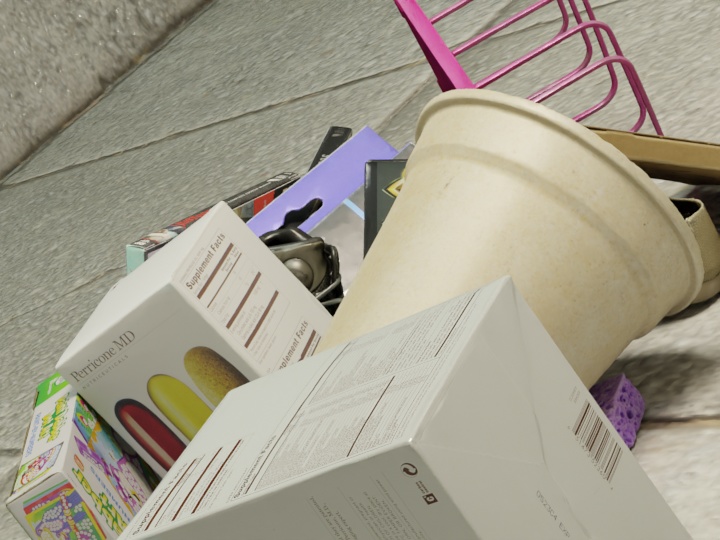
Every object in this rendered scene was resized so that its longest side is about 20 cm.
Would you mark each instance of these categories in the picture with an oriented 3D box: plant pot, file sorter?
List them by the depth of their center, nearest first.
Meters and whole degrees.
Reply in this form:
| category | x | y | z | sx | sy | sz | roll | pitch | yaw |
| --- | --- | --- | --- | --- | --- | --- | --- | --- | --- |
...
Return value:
| category | x | y | z | sx | sy | sz | roll | pitch | yaw |
| --- | --- | --- | --- | --- | --- | --- | --- | --- | --- |
| plant pot | 0.069 | 0.027 | 1.241 | 0.184 | 0.200 | 0.200 | -53 | 22 | -22 |
| file sorter | 0.134 | -0.151 | 1.634 | 0.125 | 0.139 | 0.200 | -31 | 45 | 1 |

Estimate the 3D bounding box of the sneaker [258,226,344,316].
| category | x | y | z | sx | sy | sz | roll | pitch | yaw |
| --- | --- | --- | --- | --- | --- | --- | --- | --- | --- |
| sneaker | -0.032 | 0.053 | 1.429 | 0.076 | 0.114 | 0.199 | -20 | 61 | -2 |

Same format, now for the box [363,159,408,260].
| category | x | y | z | sx | sy | sz | roll | pitch | yaw |
| --- | --- | --- | --- | --- | --- | --- | --- | --- | --- |
| box | 0.081 | -0.011 | 1.448 | 0.159 | 0.046 | 0.200 | 0 | 32 | 1 |

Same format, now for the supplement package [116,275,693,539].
| category | x | y | z | sx | sy | sz | roll | pitch | yaw |
| --- | --- | --- | --- | --- | --- | --- | --- | --- | --- |
| supplement package | 0.026 | 0.142 | 1.062 | 0.200 | 0.191 | 0.147 | -23 | 20 | 36 |

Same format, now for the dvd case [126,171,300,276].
| category | x | y | z | sx | sy | sz | roll | pitch | yaw |
| --- | --- | --- | --- | --- | --- | --- | --- | --- | --- |
| dvd case | -0.110 | 0.018 | 1.638 | 0.022 | 0.146 | 0.200 | 14 | 26 | 30 |

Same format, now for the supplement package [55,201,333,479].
| category | x | y | z | sx | sy | sz | roll | pitch | yaw |
| --- | --- | --- | --- | --- | --- | --- | --- | --- | --- |
| supplement package | -0.072 | 0.078 | 1.322 | 0.114 | 0.200 | 0.110 | -37 | 14 | 29 |

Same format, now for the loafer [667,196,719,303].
| category | x | y | z | sx | sy | sz | roll | pitch | yaw |
| --- | --- | --- | --- | --- | --- | --- | --- | --- | --- |
| loafer | 0.145 | -0.035 | 1.377 | 0.200 | 0.067 | 0.076 | 11 | 34 | 18 |

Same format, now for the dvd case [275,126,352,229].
| category | x | y | z | sx | sy | sz | roll | pitch | yaw |
| --- | --- | --- | --- | --- | --- | --- | --- | --- | --- |
| dvd case | -0.035 | -0.009 | 1.710 | 0.025 | 0.150 | 0.200 | 5 | 28 | 10 |

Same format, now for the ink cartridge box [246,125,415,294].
| category | x | y | z | sx | sy | sz | roll | pitch | yaw |
| --- | --- | --- | --- | --- | --- | --- | --- | --- | --- |
| ink cartridge box | 0.000 | 0.000 | 1.546 | 0.198 | 0.200 | 0.043 | -41 | -24 | -17 |

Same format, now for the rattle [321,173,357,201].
| category | x | y | z | sx | sy | sz | roll | pitch | yaw |
| --- | --- | --- | --- | --- | --- | --- | --- | --- | --- |
| rattle | 0.063 | -0.081 | 1.701 | 0.200 | 0.143 | 0.130 | -40 | 20 | -12 |

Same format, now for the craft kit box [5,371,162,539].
| category | x | y | z | sx | sy | sz | roll | pitch | yaw |
| --- | --- | --- | --- | --- | --- | --- | --- | --- | --- |
| craft kit box | -0.135 | 0.170 | 1.295 | 0.049 | 0.200 | 0.198 | -32 | 17 | 9 |

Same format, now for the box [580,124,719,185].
| category | x | y | z | sx | sy | sz | roll | pitch | yaw |
| --- | --- | --- | --- | --- | --- | --- | --- | --- | --- |
| box | 0.186 | -0.078 | 1.426 | 0.200 | 0.021 | 0.163 | 5 | 0 | -24 |

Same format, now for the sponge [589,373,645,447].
| category | x | y | z | sx | sy | sz | roll | pitch | yaw |
| --- | --- | --- | --- | --- | --- | --- | --- | --- | --- |
| sponge | 0.075 | 0.133 | 1.280 | 0.200 | 0.030 | 0.112 | -25 | 19 | 33 |
